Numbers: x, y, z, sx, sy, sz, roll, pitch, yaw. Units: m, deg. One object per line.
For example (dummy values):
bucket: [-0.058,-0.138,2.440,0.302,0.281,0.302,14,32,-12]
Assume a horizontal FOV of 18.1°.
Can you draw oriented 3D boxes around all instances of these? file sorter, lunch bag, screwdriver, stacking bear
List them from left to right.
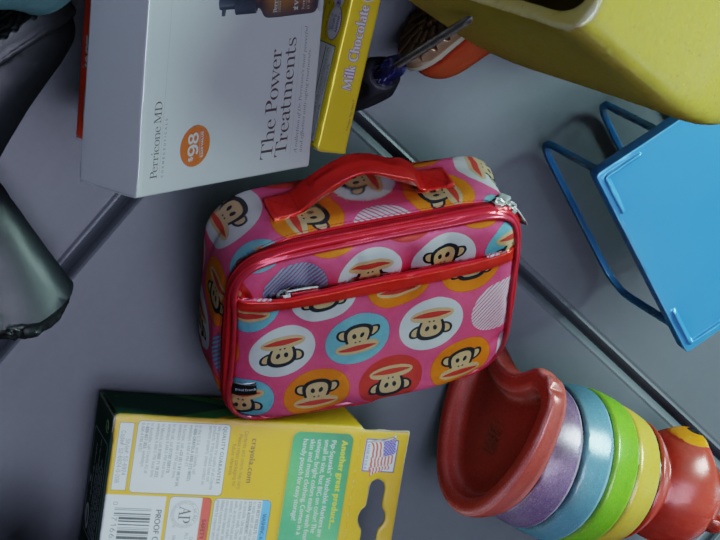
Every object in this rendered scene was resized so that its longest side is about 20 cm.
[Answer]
lunch bag: [0.000,0.000,1.409,0.199,0.082,0.177,-11,136,-17]
screwdriver: [0.031,-0.129,1.358,0.029,0.200,0.028,-34,94,-26]
stacking bear: [0.160,0.132,1.525,0.199,0.121,0.114,18,97,-30]
file sorter: [0.240,-0.074,1.481,0.199,0.123,0.139,-33,114,-7]

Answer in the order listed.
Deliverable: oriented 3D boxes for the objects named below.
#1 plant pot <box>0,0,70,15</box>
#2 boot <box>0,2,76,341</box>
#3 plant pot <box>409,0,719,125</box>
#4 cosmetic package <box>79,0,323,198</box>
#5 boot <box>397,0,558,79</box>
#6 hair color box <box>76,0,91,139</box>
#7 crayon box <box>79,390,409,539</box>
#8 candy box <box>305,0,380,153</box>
plant pot: [-0.238,-0.229,1.242,0.187,0.200,0.201,13,101,-36]
boot: [-0.218,-0.050,1.353,0.200,0.076,0.169,-36,114,-5]
plant pot: [0.157,-0.190,1.314,0.200,0.194,0.196,38,81,-43]
cosmetic package: [-0.085,-0.151,1.282,0.150,0.051,0.201,-13,114,-48]
boot: [0.120,-0.166,1.443,0.200,0.075,0.108,-36,118,-8]
hair color box: [-0.104,-0.175,1.342,0.111,0.064,0.201,-10,110,-50]
crayon box: [-0.077,0.150,1.474,0.199,0.052,0.127,5,104,-20]
candy box: [-0.018,-0.179,1.371,0.026,0.102,0.201,7,103,-28]
